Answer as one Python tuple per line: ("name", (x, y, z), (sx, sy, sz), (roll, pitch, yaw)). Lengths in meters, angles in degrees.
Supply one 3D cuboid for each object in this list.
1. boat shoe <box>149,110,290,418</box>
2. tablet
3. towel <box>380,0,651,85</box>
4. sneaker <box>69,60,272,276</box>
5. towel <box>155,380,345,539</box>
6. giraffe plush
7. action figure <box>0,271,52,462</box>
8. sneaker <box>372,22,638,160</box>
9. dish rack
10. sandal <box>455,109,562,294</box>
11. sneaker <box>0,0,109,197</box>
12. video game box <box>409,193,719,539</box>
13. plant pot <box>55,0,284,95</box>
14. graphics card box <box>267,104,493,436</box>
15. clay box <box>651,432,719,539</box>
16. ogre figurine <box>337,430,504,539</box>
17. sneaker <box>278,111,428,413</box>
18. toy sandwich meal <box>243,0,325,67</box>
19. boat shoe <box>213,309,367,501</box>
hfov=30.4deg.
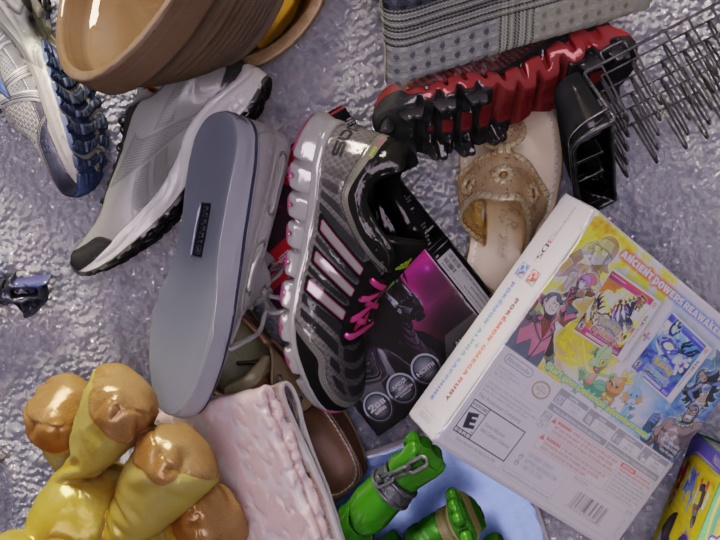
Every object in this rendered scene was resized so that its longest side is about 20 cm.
("boat shoe", (-0.083, 0.001, 0.895), (0.085, 0.074, 0.205), (10, 89, -42))
("tablet", (0.035, 0.193, 0.984), (0.197, 0.014, 0.132), (-19, 91, 3))
("towel", (0.100, -0.221, 0.814), (0.197, 0.035, 0.194), (-17, 135, -14))
("sneaker", (-0.147, -0.079, 0.944), (0.079, 0.074, 0.201), (40, 104, 1))
("towel", (-0.073, 0.181, 0.921), (0.032, 0.190, 0.203), (-21, 91, -37))
("giraffe plush", (-0.197, 0.180, 0.876), (0.173, 0.200, 0.162), (47, 50, -4))
("action figure", (-0.318, 0.061, 0.954), (0.197, 0.105, 0.196), (-14, 101, 6))
("sneaker", (0.090, -0.143, 0.919), (0.198, 0.071, 0.099), (-21, 62, -16))
("dish rack", (0.222, -0.125, 0.894), (0.198, 0.153, 0.055), (-27, 72, 3))
("sandal", (0.103, -0.039, 0.941), (0.076, 0.070, 0.215), (7, 93, 3))
("sneaker", (-0.250, -0.139, 0.962), (0.084, 0.077, 0.202), (-26, 84, 14))
("video game box", (0.157, 0.074, 0.908), (0.199, 0.047, 0.183), (34, 96, -33))
("plant pot", (-0.107, -0.197, 0.851), (0.092, 0.200, 0.203), (23, 95, -36))
("graphics card box", (0.000, 0.002, 0.940), (0.125, 0.051, 0.201), (-38, 91, 26))
("clay box", (0.226, 0.222, 0.925), (0.047, 0.115, 0.203), (22, 93, 2))
("ogre figurine", (0.043, 0.214, 0.930), (0.119, 0.099, 0.200), (-27, 136, 13))
("sneaker", (0.000, 0.000, 0.870), (0.086, 0.074, 0.203), (7, 102, 24))
("toy sandwich meal", (-0.106, -0.241, 0.942), (0.202, 0.070, 0.209), (0, 93, 3))
("boat shoe", (-0.076, 0.084, 0.951), (0.076, 0.074, 0.200), (-42, 88, 2))
